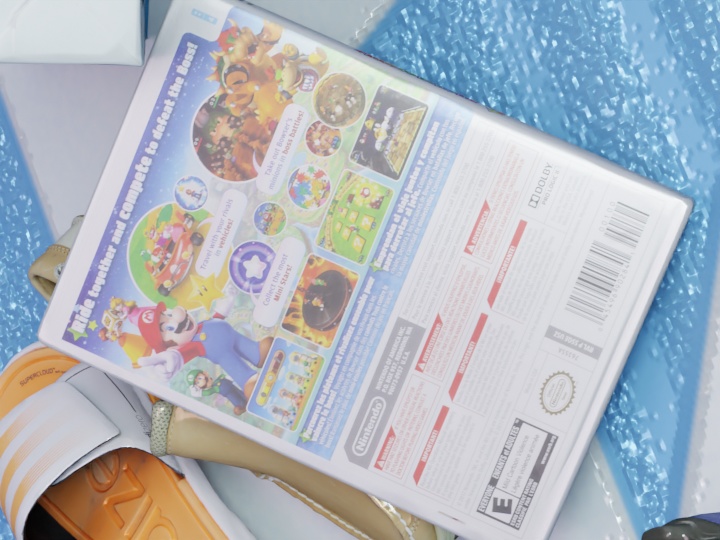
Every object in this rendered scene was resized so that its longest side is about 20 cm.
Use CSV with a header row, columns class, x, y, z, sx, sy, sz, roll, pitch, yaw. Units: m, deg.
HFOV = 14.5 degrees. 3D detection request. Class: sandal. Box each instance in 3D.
class,x,y,z,sx,sy,sz,roll,pitch,yaw
sandal,-0.100,0.094,1.126,0.207,0.059,0.079,43,114,38

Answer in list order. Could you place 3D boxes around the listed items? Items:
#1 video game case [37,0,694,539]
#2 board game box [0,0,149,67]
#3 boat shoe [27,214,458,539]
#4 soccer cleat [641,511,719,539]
class,x,y,z,sx,sy,sz,roll,pitch,yaw
video game case,0.000,0.000,1.009,0.199,0.018,0.144,24,99,7
board game box,-0.108,-0.154,1.038,0.064,0.200,0.148,1,97,-4
boat shoe,-0.049,0.050,1.071,0.200,0.076,0.072,40,149,28
soccer cleat,0.171,0.122,0.898,0.200,0.083,0.065,22,102,51
